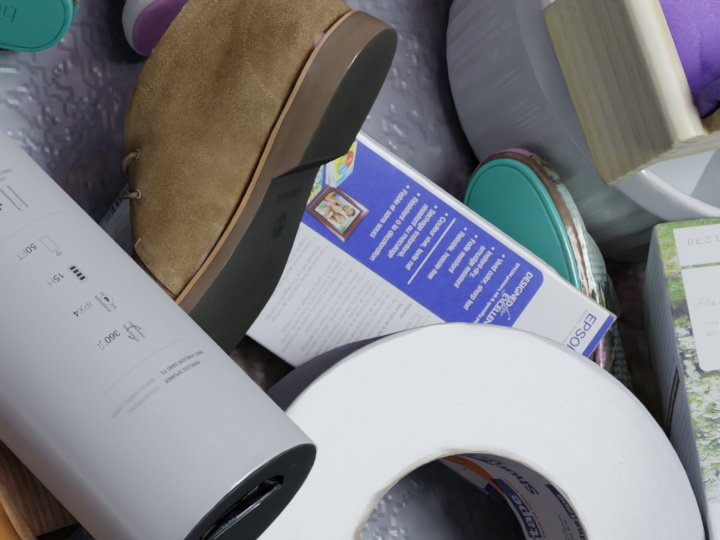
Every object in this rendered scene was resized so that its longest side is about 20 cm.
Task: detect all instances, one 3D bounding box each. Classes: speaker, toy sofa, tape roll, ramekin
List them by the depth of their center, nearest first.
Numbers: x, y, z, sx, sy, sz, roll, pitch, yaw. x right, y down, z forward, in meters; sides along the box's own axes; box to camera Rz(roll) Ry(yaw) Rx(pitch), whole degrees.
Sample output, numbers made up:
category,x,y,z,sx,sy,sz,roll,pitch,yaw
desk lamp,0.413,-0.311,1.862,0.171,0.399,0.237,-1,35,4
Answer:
category,x,y,z,sx,sy,sz,roll,pitch,yaw
speaker,-0.109,0.024,0.828,0.200,0.081,0.081,43,52,16
tape roll,0.033,0.122,0.901,0.200,0.066,0.201,2,83,-19
toy sofa,0.186,-0.102,0.963,0.200,0.098,0.083,-13,81,-34
ramekin,0.134,-0.098,1.053,0.200,0.105,0.201,11,68,-29

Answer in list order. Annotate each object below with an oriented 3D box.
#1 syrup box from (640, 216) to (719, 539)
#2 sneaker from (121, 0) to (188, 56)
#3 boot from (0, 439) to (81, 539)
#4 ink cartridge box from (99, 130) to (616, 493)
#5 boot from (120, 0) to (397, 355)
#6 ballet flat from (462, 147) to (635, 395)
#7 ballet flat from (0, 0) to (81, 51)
category,x,y,z,sx,sy,sz,roll,pitch,yaw
syrup box,0.172,0.080,0.954,0.079,0.081,0.200,-7,63,-1
sneaker,-0.031,-0.161,0.994,0.200,0.080,0.089,-20,73,-36
boot,-0.137,0.154,0.811,0.154,0.074,0.200,-18,69,-39
ink cartridge box,0.000,0.000,0.948,0.200,0.037,0.095,35,93,-15
boot,-0.065,-0.024,0.890,0.075,0.200,0.074,32,11,13
ballet flat,0.093,0.045,1.007,0.071,0.069,0.201,-5,79,-52
ballet flat,-0.205,-0.133,0.886,0.200,0.074,0.074,14,66,-29
